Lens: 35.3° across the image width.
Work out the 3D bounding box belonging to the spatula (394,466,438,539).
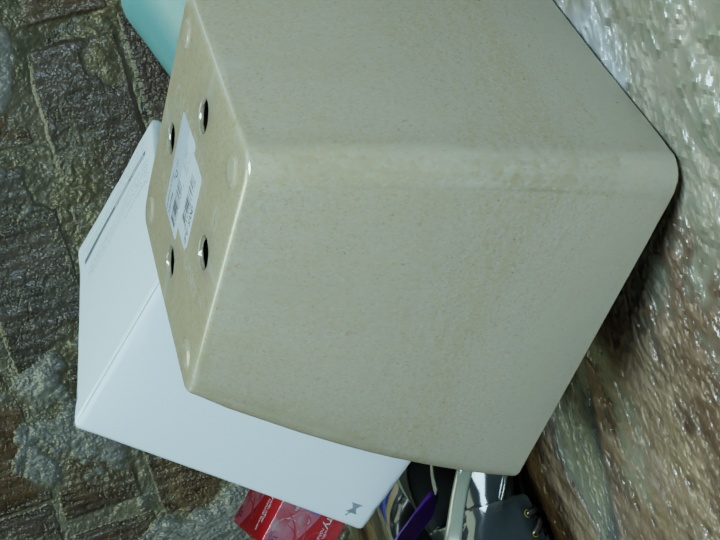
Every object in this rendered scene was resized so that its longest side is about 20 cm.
[{"bbox_3d":[0.059,0.128,0.820,0.057,0.020,0.202,84,-153,-61],"label":"spatula"}]

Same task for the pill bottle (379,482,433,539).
[{"bbox_3d":[0.056,0.163,1.008,0.200,0.110,0.113,-119,15,-61],"label":"pill bottle"}]

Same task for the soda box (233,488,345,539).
[{"bbox_3d":[-0.025,0.145,0.962,0.070,0.202,0.063,32,171,-28],"label":"soda box"}]

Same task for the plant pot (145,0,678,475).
[{"bbox_3d":[-0.001,-0.033,0.551,0.201,0.175,0.201,-114,34,-43],"label":"plant pot"}]

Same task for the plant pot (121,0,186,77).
[{"bbox_3d":[-0.055,-0.181,0.856,0.162,0.199,0.201,58,168,15],"label":"plant pot"}]

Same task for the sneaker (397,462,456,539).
[{"bbox_3d":[0.098,0.204,0.860,0.201,0.074,0.106,56,180,-21],"label":"sneaker"}]

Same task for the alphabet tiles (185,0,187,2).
[{"bbox_3d":[-0.034,-0.196,0.720,0.008,0.165,0.203,-164,57,-74],"label":"alphabet tiles"}]

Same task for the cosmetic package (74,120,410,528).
[{"bbox_3d":[-0.068,0.030,0.727,0.124,0.198,0.201,-55,27,20],"label":"cosmetic package"}]

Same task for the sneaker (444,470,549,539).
[{"bbox_3d":[0.114,0.183,0.784,0.075,0.105,0.203,31,-110,-78],"label":"sneaker"}]
